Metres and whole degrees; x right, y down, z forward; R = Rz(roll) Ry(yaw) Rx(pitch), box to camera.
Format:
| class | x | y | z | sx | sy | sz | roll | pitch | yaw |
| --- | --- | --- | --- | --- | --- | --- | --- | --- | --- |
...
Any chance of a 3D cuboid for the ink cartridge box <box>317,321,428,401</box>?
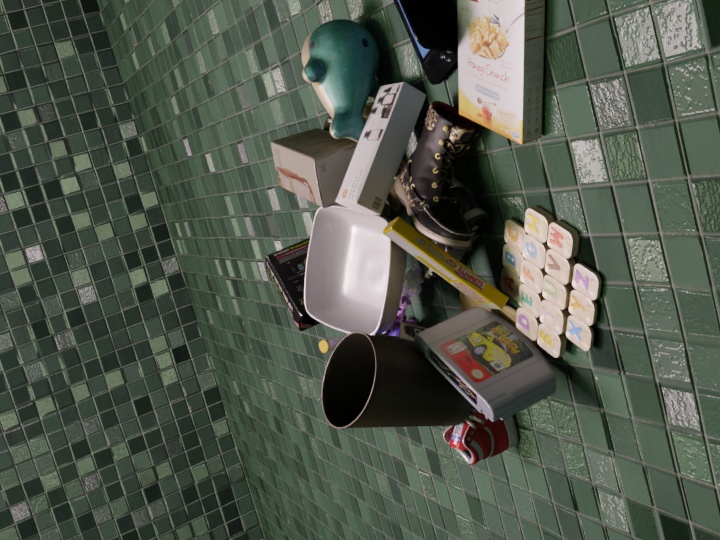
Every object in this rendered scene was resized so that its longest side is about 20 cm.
| class | x | y | z | sx | sy | sz | roll | pitch | yaw |
| --- | --- | --- | --- | --- | --- | --- | --- | --- | --- |
| ink cartridge box | 0.054 | 0.165 | 1.539 | 0.198 | 0.198 | 0.044 | -51 | 39 | 36 |

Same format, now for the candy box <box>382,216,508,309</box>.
| class | x | y | z | sx | sy | sz | roll | pitch | yaw |
| --- | --- | --- | --- | --- | --- | --- | --- | --- | --- |
| candy box | 0.122 | -0.009 | 1.355 | 0.199 | 0.027 | 0.102 | 36 | 173 | -4 |

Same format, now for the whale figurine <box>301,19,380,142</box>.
| class | x | y | z | sx | sy | sz | roll | pitch | yaw |
| --- | --- | --- | --- | --- | --- | --- | --- | --- | --- |
| whale figurine | -0.019 | -0.309 | 1.473 | 0.103 | 0.158 | 0.203 | -25 | 66 | 44 |

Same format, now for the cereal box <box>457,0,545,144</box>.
| class | x | y | z | sx | sy | sz | roll | pitch | yaw |
| --- | --- | --- | --- | --- | --- | --- | --- | --- | --- |
| cereal box | 0.178 | -0.280 | 1.182 | 0.144 | 0.039 | 0.202 | 39 | 142 | 51 |

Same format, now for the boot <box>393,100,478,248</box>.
| class | x | y | z | sx | sy | sz | roll | pitch | yaw |
| --- | --- | --- | --- | --- | --- | --- | --- | --- | --- |
| boot | 0.121 | -0.139 | 1.316 | 0.152 | 0.072 | 0.201 | -68 | 28 | 27 |

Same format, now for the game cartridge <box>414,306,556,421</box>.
| class | x | y | z | sx | sy | sz | roll | pitch | yaw |
| --- | --- | --- | --- | --- | --- | --- | --- | --- | --- |
| game cartridge | 0.185 | 0.129 | 1.338 | 0.200 | 0.132 | 0.041 | 44 | 144 | 45 |

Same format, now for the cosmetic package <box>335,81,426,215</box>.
| class | x | y | z | sx | sy | sz | roll | pitch | yaw |
| --- | --- | --- | --- | --- | --- | --- | --- | --- | --- |
| cosmetic package | 0.030 | -0.190 | 1.431 | 0.082 | 0.050 | 0.202 | 10 | 78 | 65 |

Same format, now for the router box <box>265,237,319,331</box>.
| class | x | y | z | sx | sy | sz | roll | pitch | yaw |
| --- | --- | --- | --- | --- | --- | --- | --- | --- | --- |
| router box | -0.063 | 0.008 | 1.748 | 0.151 | 0.198 | 0.062 | 58 | 159 | 26 |

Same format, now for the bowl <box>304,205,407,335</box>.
| class | x | y | z | sx | sy | sz | roll | pitch | yaw |
| --- | --- | --- | --- | --- | --- | --- | --- | --- | --- |
| bowl | 0.000 | 0.000 | 1.516 | 0.199 | 0.074 | 0.203 | 16 | 100 | 46 |

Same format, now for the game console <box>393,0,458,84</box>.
| class | x | y | z | sx | sy | sz | roll | pitch | yaw |
| --- | --- | --- | --- | --- | --- | --- | --- | --- | --- |
| game console | 0.060 | -0.371 | 1.280 | 0.202 | 0.115 | 0.176 | 68 | 157 | 7 |

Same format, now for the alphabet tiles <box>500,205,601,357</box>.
| class | x | y | z | sx | sy | sz | roll | pitch | yaw |
| --- | --- | --- | --- | --- | --- | --- | --- | --- | --- |
| alphabet tiles | 0.255 | 0.018 | 1.264 | 0.196 | 0.014 | 0.202 | 43 | 142 | 49 |

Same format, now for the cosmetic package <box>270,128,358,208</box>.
| class | x | y | z | sx | sy | sz | roll | pitch | yaw |
| --- | --- | --- | --- | --- | --- | --- | --- | --- | --- |
| cosmetic package | -0.068 | -0.179 | 1.571 | 0.200 | 0.102 | 0.088 | 32 | 136 | 61 |

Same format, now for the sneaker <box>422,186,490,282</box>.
| class | x | y | z | sx | sy | sz | roll | pitch | yaw |
| --- | --- | --- | --- | --- | --- | --- | --- | --- | --- |
| sneaker | 0.136 | -0.060 | 1.428 | 0.091 | 0.066 | 0.201 | 63 | 153 | 23 |

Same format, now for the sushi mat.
| class | x | y | z | sx | sy | sz | roll | pitch | yaw |
| --- | --- | --- | --- | --- | --- | --- | --- | --- | --- |
| sushi mat | 0.215 | 0.087 | 1.425 | 0.200 | 0.012 | 0.097 | 36 | 139 | 53 |

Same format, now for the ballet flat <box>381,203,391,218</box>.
| class | x | y | z | sx | sy | sz | roll | pitch | yaw |
| --- | --- | --- | --- | --- | --- | --- | --- | --- | --- |
| ballet flat | 0.029 | -0.081 | 1.623 | 0.075 | 0.068 | 0.200 | 42 | 172 | 6 |

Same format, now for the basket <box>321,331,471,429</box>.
| class | x | y | z | sx | sy | sz | roll | pitch | yaw |
| --- | --- | --- | --- | --- | --- | --- | --- | --- | --- |
| basket | 0.065 | 0.179 | 1.425 | 0.180 | 0.198 | 0.137 | -46 | 44 | 47 |

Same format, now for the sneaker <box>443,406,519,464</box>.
| class | x | y | z | sx | sy | sz | roll | pitch | yaw |
| --- | --- | --- | --- | --- | --- | --- | --- | --- | --- |
| sneaker | 0.176 | 0.213 | 1.477 | 0.071 | 0.112 | 0.202 | -6 | 106 | 67 |

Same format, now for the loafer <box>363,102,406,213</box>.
| class | x | y | z | sx | sy | sz | roll | pitch | yaw |
| --- | --- | --- | --- | --- | --- | --- | --- | --- | --- |
| loafer | 0.030 | -0.185 | 1.558 | 0.202 | 0.067 | 0.076 | 66 | 157 | 10 |

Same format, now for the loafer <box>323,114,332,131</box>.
| class | x | y | z | sx | sy | sz | roll | pitch | yaw |
| --- | --- | --- | --- | --- | --- | --- | --- | --- | --- |
| loafer | -0.041 | -0.199 | 1.700 | 0.071 | 0.072 | 0.201 | 55 | 153 | 34 |

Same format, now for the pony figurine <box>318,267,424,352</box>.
| class | x | y | z | sx | sy | sz | roll | pitch | yaw |
| --- | --- | --- | --- | --- | --- | --- | --- | --- | --- |
| pony figurine | 0.053 | 0.105 | 1.620 | 0.193 | 0.198 | 0.168 | -31 | 79 | 53 |
